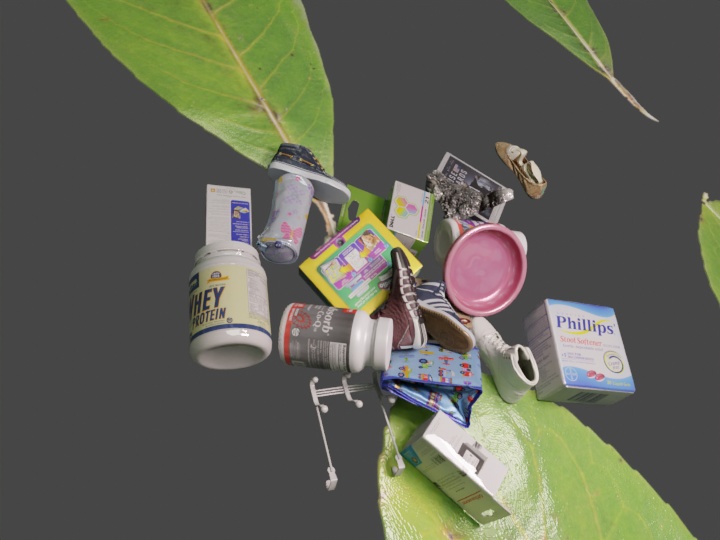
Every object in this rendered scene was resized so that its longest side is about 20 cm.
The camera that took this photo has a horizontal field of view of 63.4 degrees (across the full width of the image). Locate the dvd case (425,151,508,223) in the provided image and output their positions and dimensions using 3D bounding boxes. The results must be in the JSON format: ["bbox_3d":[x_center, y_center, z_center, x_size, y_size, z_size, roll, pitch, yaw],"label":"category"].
[{"bbox_3d":[0.277,-0.204,1.492,0.198,0.025,0.151,31,54,-1],"label":"dvd case"}]

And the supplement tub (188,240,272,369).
[{"bbox_3d":[-0.239,0.064,1.063,0.143,0.145,0.202,1,59,-20],"label":"supplement tub"}]

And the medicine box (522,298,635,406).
[{"bbox_3d":[0.475,0.181,1.282,0.179,0.103,0.203,8,59,-16],"label":"medicine box"}]

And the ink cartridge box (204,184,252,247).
[{"bbox_3d":[-0.274,-0.087,1.209,0.093,0.037,0.202,4,57,-19],"label":"ink cartridge box"}]

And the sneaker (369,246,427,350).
[{"bbox_3d":[0.054,0.062,1.135,0.114,0.076,0.203,-15,79,16],"label":"sneaker"}]

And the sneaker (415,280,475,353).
[{"bbox_3d":[0.170,0.086,1.185,0.199,0.071,0.108,30,40,34],"label":"sneaker"}]

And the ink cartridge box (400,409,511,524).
[{"bbox_3d":[0.182,0.359,1.058,0.199,0.116,0.067,40,54,6],"label":"ink cartridge box"}]

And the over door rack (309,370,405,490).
[{"bbox_3d":[-0.004,0.280,1.066,0.146,0.067,0.202,-3,61,-21],"label":"over door rack"}]

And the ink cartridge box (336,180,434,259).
[{"bbox_3d":[0.059,-0.131,1.334,0.197,0.076,0.149,19,55,-10],"label":"ink cartridge box"}]

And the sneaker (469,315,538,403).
[{"bbox_3d":[0.303,0.164,1.222,0.073,0.116,0.202,-16,64,-26],"label":"sneaker"}]

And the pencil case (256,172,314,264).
[{"bbox_3d":[-0.157,-0.111,1.238,0.089,0.084,0.202,13,56,-3],"label":"pencil case"}]

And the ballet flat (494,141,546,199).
[{"bbox_3d":[0.440,-0.287,1.577,0.070,0.065,0.201,-22,70,-30],"label":"ballet flat"}]

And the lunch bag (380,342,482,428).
[{"bbox_3d":[0.125,0.196,1.120,0.197,0.095,0.151,16,23,2],"label":"lunch bag"}]

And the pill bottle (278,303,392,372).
[{"bbox_3d":[-0.043,0.126,1.078,0.197,0.117,0.117,5,55,9],"label":"pill bottle"}]

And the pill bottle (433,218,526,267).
[{"bbox_3d":[0.278,-0.057,1.348,0.197,0.112,0.113,4,59,-19],"label":"pill bottle"}]

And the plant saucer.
[{"bbox_3d":[0.265,-0.003,1.270,0.197,0.051,0.204,-4,105,-16],"label":"plant saucer"}]

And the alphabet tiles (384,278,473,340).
[{"bbox_3d":[0.142,0.081,1.257,0.197,0.008,0.169,4,47,-19],"label":"alphabet tiles"}]

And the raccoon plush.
[{"bbox_3d":[0.248,-0.198,1.387,0.198,0.097,0.136,-22,95,9],"label":"raccoon plush"}]

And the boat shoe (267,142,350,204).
[{"bbox_3d":[-0.107,-0.227,1.332,0.198,0.071,0.092,21,59,-5],"label":"boat shoe"}]

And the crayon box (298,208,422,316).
[{"bbox_3d":[0.000,0.000,1.213,0.200,0.058,0.173,-40,80,-16],"label":"crayon box"}]
